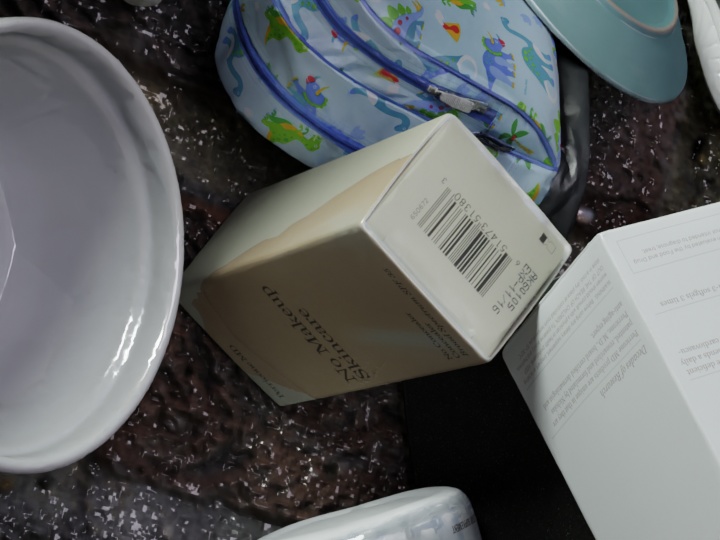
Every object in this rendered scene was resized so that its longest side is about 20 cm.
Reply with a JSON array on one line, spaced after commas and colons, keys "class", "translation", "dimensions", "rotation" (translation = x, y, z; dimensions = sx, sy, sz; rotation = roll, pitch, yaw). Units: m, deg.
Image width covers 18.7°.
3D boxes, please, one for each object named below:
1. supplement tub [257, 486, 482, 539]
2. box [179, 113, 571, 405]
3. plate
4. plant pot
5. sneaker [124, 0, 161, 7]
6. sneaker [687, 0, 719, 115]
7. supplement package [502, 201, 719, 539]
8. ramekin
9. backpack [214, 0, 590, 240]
[{"class": "supplement tub", "translation": [0.021, 0.217, 1.081], "dimensions": [0.122, 0.122, 0.201], "rotation": [-16, 89, -31]}, {"class": "box", "translation": [0.000, 0.000, 1.064], "dimensions": [0.095, 0.200, 0.078], "rotation": [46, 62, -14]}, {"class": "plate", "translation": [0.126, -0.183, 1.216], "dimensions": [0.200, 0.026, 0.200], "rotation": [37, 34, -30]}, {"class": "plant pot", "translation": [0.135, 0.091, 1.141], "dimensions": [0.200, 0.199, 0.178], "rotation": [-23, 81, -31]}, {"class": "sneaker", "translation": [-0.093, -0.230, 1.128], "dimensions": [0.077, 0.078, 0.201], "rotation": [13, 73, -32]}, {"class": "sneaker", "translation": [0.231, -0.185, 1.293], "dimensions": [0.074, 0.084, 0.200], "rotation": [-33, 103, -52]}, {"class": "supplement package", "translation": [0.172, 0.082, 0.980], "dimensions": [0.117, 0.117, 0.200], "rotation": [-13, 66, -29]}, {"class": "ramekin", "translation": [-0.182, -0.011, 0.984], "dimensions": [0.200, 0.105, 0.201], "rotation": [-1, 91, -54]}, {"class": "backpack", "translation": [0.023, -0.105, 1.138], "dimensions": [0.199, 0.154, 0.163], "rotation": [14, 47, -12]}]
